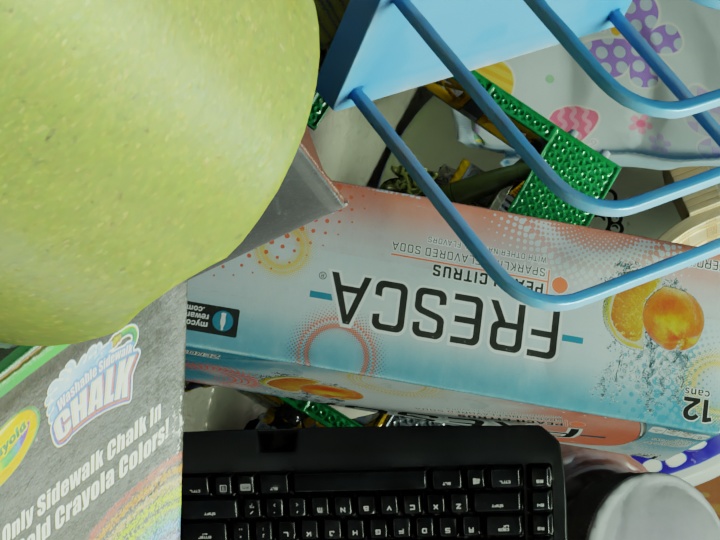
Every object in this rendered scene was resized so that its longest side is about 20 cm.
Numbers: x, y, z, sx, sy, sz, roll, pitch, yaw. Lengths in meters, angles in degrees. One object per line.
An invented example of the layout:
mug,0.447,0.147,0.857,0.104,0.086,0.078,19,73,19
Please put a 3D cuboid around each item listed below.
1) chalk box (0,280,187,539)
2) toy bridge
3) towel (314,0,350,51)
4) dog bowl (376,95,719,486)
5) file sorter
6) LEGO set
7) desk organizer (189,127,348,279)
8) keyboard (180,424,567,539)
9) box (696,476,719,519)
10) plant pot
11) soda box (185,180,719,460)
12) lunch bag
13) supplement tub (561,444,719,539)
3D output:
chalk box,-0.132,0.043,0.784,0.124,0.124,0.200,-39,140,-50
toy bridge,0.063,0.011,1.111,0.027,0.200,0.067,71,-2,-63
towel,-0.046,-0.124,0.875,0.143,0.023,0.200,-28,147,-1
dog bowl,0.106,-0.006,1.178,0.200,0.200,0.079,-63,154,-19
file sorter,0.100,-0.103,0.880,0.139,0.123,0.200,-20,150,-36
LEGO set,0.000,0.000,1.037,0.116,0.154,0.200,137,-24,-74
desk organizer,-0.079,-0.078,0.819,0.200,0.072,0.077,52,16,-58
keyboard,-0.029,0.107,0.936,0.040,0.200,0.104,-8,95,-80
box,0.118,0.155,1.323,0.152,0.200,0.107,-36,139,-55
plant pot,-0.108,-0.074,0.612,0.184,0.200,0.201,39,71,-54
soda box,0.026,0.015,0.945,0.064,0.200,0.069,133,-34,-73
lunch bag,0.124,-0.140,1.111,0.127,0.169,0.200,13,78,-67
supplement tub,0.059,0.123,1.104,0.107,0.200,0.107,5,81,-32
